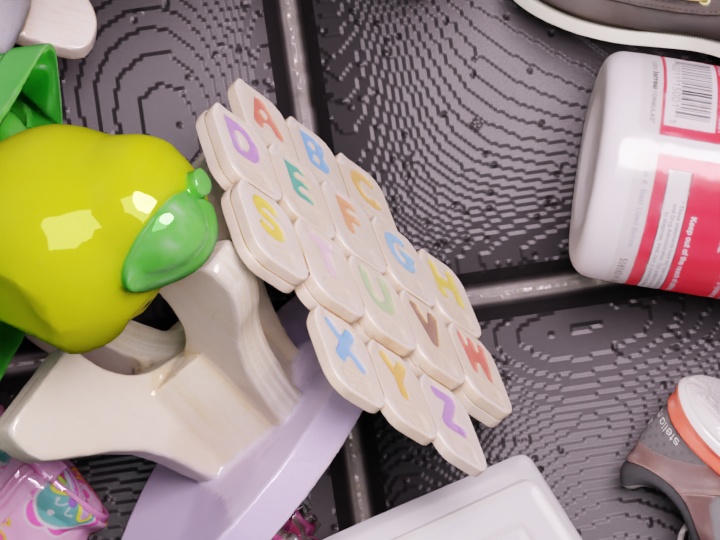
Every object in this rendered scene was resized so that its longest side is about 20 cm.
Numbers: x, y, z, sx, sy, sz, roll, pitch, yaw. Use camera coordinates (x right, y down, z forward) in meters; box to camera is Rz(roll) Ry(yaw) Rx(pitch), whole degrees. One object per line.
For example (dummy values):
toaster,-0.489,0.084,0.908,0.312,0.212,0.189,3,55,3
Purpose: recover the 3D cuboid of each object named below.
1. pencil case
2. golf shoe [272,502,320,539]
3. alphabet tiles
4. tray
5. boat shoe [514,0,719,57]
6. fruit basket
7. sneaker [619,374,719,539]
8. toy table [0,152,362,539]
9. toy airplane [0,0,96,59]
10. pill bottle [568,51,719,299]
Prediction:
pencil case,-0.216,0.159,1.113,0.200,0.087,0.087,-43,88,-5
golf shoe,-0.034,0.193,1.110,0.092,0.073,0.200,-35,64,8
alphabet tiles,0.000,0.000,1.074,0.015,0.200,0.196,-37,46,19
tray,0.038,0.156,1.085,0.200,0.022,0.108,-19,69,-36
boat shoe,0.161,-0.141,1.115,0.201,0.072,0.061,18,126,29
fruit basket,-0.155,-0.001,1.002,0.215,0.156,0.216,1,41,-1
sneaker,0.211,0.142,1.142,0.200,0.077,0.082,45,113,3
toy table,-0.078,0.046,1.076,0.117,0.184,0.200,46,48,-21
toy airplane,-0.251,-0.151,1.107,0.200,0.141,0.200,-26,86,-3
pill bottle,0.208,-0.037,1.123,0.199,0.112,0.113,10,86,0
